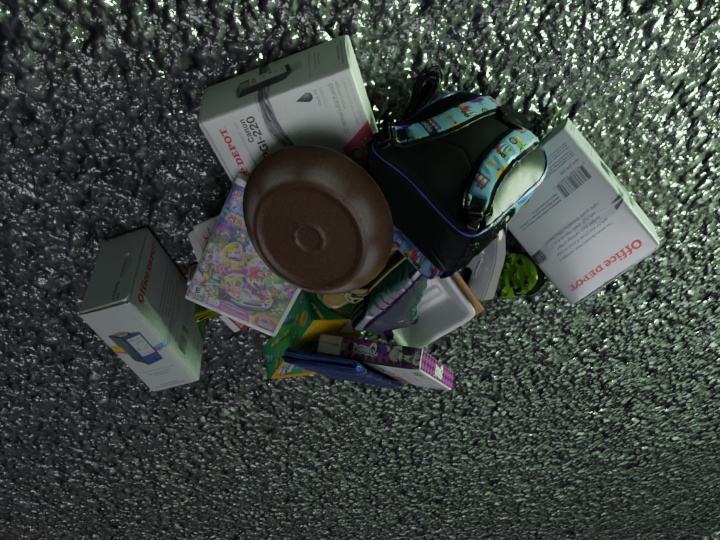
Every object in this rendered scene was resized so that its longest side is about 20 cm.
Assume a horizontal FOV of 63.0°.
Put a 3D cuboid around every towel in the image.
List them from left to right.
[{"bbox_3d":[-0.153,0.042,0.903,0.194,0.019,0.086,-19,172,11],"label":"towel"},{"bbox_3d":[-0.026,0.163,0.971,0.140,0.025,0.200,5,164,25],"label":"towel"}]

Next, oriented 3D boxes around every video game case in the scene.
[{"bbox_3d":[-0.137,-0.013,0.787,0.140,0.018,0.203,24,119,-15],"label":"video game case"},{"bbox_3d":[0.047,0.154,0.972,0.176,0.037,0.200,5,163,26],"label":"video game case"}]

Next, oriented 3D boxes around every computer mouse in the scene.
[{"bbox_3d":[0.136,-0.172,0.802,0.195,0.047,0.142,18,128,-24],"label":"computer mouse"}]

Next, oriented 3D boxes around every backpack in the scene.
[{"bbox_3d":[0.118,-0.115,0.715,0.198,0.182,0.136,-37,161,-29],"label":"backpack"}]

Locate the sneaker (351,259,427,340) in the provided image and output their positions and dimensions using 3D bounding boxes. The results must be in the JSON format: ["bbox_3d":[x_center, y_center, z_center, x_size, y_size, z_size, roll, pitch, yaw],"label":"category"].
[{"bbox_3d":[0.067,0.031,0.847,0.086,0.076,0.200,25,137,-20],"label":"sneaker"}]

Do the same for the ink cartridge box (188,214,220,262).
[{"bbox_3d":[-0.160,-0.032,0.846,0.194,0.067,0.121,-20,97,12],"label":"ink cartridge box"}]

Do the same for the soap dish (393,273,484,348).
[{"bbox_3d":[0.078,0.019,0.926,0.155,0.082,0.201,-31,113,22],"label":"soap dish"}]

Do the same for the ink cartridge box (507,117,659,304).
[{"bbox_3d":[0.292,-0.080,0.820,0.145,0.084,0.201,-39,92,30],"label":"ink cartridge box"}]

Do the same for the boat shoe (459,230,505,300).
[{"bbox_3d":[0.188,-0.026,0.946,0.066,0.074,0.203,-5,144,-2],"label":"boat shoe"}]

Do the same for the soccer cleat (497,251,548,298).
[{"bbox_3d":[0.267,0.004,0.937,0.078,0.070,0.200,-15,172,-1],"label":"soccer cleat"}]

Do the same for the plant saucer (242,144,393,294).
[{"bbox_3d":[-0.057,-0.047,0.706,0.193,0.037,0.206,8,125,11],"label":"plant saucer"}]

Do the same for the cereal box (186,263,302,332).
[{"bbox_3d":[-0.159,0.016,0.949,0.195,0.040,0.145,-23,134,13],"label":"cereal box"}]

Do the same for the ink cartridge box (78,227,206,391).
[{"bbox_3d":[-0.319,0.062,0.895,0.085,0.148,0.203,-13,136,8],"label":"ink cartridge box"}]

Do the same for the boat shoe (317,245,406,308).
[{"bbox_3d":[0.002,0.001,0.818,0.072,0.065,0.200,26,131,-30],"label":"boat shoe"}]

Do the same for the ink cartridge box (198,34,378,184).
[{"bbox_3d":[-0.083,-0.179,0.738,0.194,0.087,0.148,-16,135,10],"label":"ink cartridge box"}]

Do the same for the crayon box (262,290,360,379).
[{"bbox_3d":[-0.078,0.110,1.002,0.116,0.060,0.201,0,145,-34],"label":"crayon box"}]
